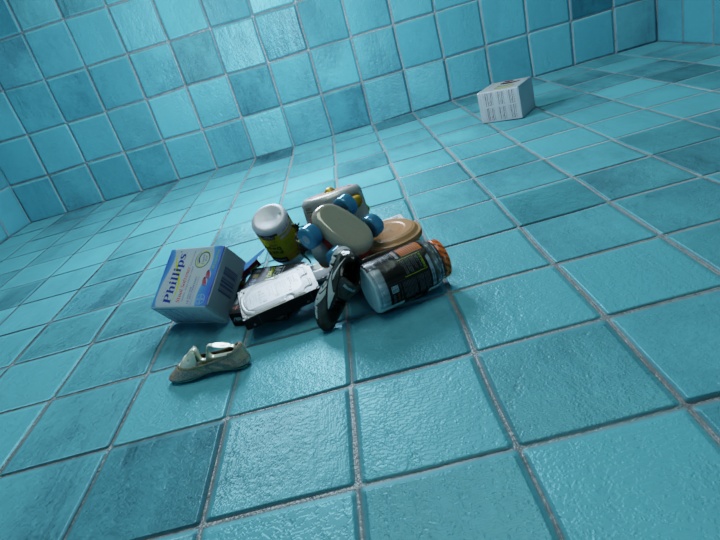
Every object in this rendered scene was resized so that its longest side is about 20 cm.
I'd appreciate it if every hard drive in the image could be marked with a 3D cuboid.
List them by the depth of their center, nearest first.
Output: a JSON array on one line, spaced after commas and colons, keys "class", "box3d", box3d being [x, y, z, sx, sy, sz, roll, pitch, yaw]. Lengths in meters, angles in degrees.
[{"class": "hard drive", "box3d": [-0.202, 0.060, 1.348, 0.199, 0.038, 0.140, -23, 32, -6]}]

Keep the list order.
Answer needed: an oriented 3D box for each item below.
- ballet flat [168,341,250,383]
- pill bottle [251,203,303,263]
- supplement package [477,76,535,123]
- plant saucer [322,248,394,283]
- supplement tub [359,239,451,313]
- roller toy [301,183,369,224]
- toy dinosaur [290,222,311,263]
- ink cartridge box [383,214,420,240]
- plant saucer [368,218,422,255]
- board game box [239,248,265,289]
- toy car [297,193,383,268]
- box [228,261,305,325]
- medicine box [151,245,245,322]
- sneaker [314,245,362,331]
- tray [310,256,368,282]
[{"class": "ballet flat", "box3d": [-0.346, 0.198, 1.226, 0.199, 0.068, 0.068, -15, 24, 5]}, {"class": "pill bottle", "box3d": [-0.233, -0.095, 1.593, 0.109, 0.200, 0.110, -8, 56, 12]}, {"class": "supplement package", "box3d": [0.687, -0.802, 2.561, 0.199, 0.148, 0.191, 2, 30, 37]}, {"class": "plant saucer", "box3d": [0.000, 0.000, 1.378, 0.199, 0.032, 0.200, -25, -5, -2]}, {"class": "supplement tub", "box3d": [0.104, 0.008, 1.273, 0.199, 0.123, 0.122, -23, 25, -14]}, {"class": "roller toy", "box3d": [-0.072, -0.174, 1.584, 0.182, 0.140, 0.200, -16, 12, 8]}, {"class": "toy dinosaur", "box3d": [-0.164, -0.085, 1.548, 0.047, 0.089, 0.200, -13, -14, -5]}, {"class": "ink cartridge box", "box3d": [0.067, -0.095, 1.602, 0.175, 0.045, 0.200, -18, 24, -3]}, {"class": "plant saucer", "box3d": [0.072, -0.100, 1.519, 0.199, 0.032, 0.201, -13, 25, 6]}, {"class": "board game box", "box3d": [-0.340, 0.016, 1.594, 0.200, 0.039, 0.158, -38, 13, 19]}, {"class": "toy car", "box3d": [-0.064, -0.062, 1.444, 0.177, 0.200, 0.184, 37, 54, 10]}, {"class": "box", "box3d": [-0.240, 0.059, 1.446, 0.159, 0.044, 0.200, -8, 34, 20]}, {"class": "medicine box", "box3d": [-0.437, 0.039, 1.477, 0.199, 0.103, 0.183, -3, 61, 27]}, {"class": "sneaker", "box3d": [-0.046, 0.045, 1.231, 0.066, 0.201, 0.090, 18, -1, -33]}, {"class": "tray", "box3d": [-0.072, -0.008, 1.537, 0.199, 0.022, 0.107, -21, 24, -9]}]
